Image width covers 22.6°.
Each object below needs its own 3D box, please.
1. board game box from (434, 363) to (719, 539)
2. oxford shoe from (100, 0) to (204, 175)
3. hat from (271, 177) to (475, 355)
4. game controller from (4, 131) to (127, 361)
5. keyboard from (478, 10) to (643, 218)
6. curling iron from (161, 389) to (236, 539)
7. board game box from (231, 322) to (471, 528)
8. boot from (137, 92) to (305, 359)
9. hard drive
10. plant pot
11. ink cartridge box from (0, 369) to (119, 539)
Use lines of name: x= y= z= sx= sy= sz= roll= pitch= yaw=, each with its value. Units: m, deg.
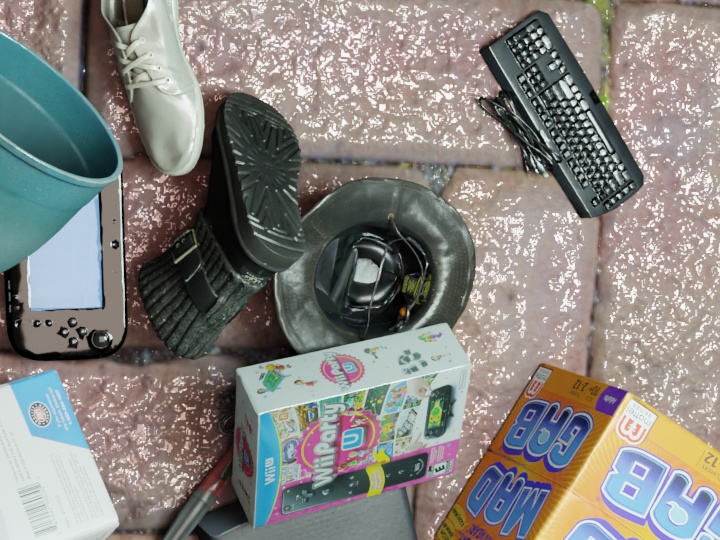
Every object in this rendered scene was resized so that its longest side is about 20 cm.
board game box: x=0.227 y=0.230 z=1.645 sx=0.200 sy=0.200 sz=0.200 roll=34 pitch=85 yaw=-16
oxford shoe: x=-0.183 y=-0.179 z=1.552 sx=0.075 sy=0.058 sz=0.200 roll=-8 pitch=93 yaw=30
hat: x=0.000 y=0.000 z=1.623 sx=0.200 sy=0.081 sz=0.201 roll=-7 pitch=107 yaw=-26
game controller: x=-0.257 y=-0.022 z=1.565 sx=0.104 sy=0.042 sz=0.200 roll=-3 pitch=95 yaw=-16
keyboard: x=0.188 y=-0.136 z=1.688 sx=0.104 sy=0.040 sz=0.200 roll=-36 pitch=103 yaw=-11
curling iron: x=-0.145 y=0.192 z=1.624 sx=0.050 sy=0.026 sz=0.200 roll=31 pitch=85 yaw=-16
board game box: x=-0.010 y=0.136 z=1.594 sx=0.200 sy=0.064 sz=0.148 roll=-12 pitch=134 yaw=-19
boot: x=-0.127 y=-0.042 z=1.577 sx=0.079 sy=0.211 sz=0.158 roll=25 pitch=130 yaw=-28
hard drive: x=-0.040 y=0.260 z=1.651 sx=0.200 sy=0.042 sz=0.135 roll=-15 pitch=99 yaw=-15
plant pot: x=-0.328 y=-0.075 z=1.460 sx=0.200 sy=0.200 sz=0.188 roll=37 pitch=108 yaw=-16
ink cartridge box: x=-0.324 y=0.186 z=1.489 sx=0.200 sy=0.086 sz=0.147 roll=-17 pitch=75 yaw=-30
